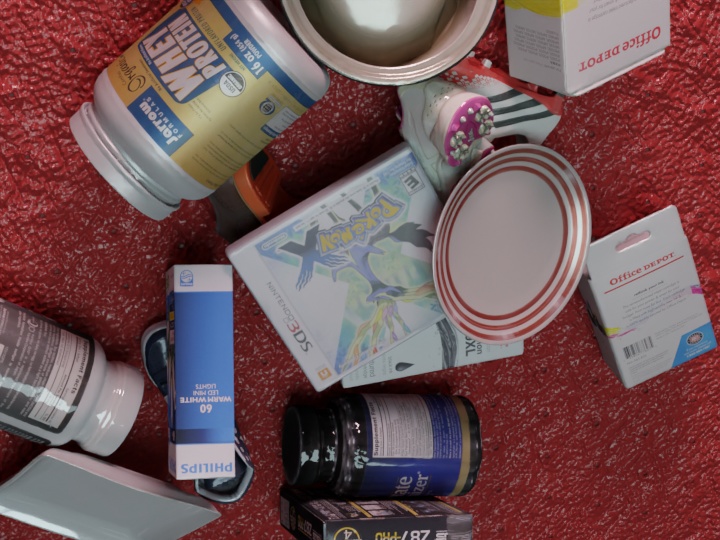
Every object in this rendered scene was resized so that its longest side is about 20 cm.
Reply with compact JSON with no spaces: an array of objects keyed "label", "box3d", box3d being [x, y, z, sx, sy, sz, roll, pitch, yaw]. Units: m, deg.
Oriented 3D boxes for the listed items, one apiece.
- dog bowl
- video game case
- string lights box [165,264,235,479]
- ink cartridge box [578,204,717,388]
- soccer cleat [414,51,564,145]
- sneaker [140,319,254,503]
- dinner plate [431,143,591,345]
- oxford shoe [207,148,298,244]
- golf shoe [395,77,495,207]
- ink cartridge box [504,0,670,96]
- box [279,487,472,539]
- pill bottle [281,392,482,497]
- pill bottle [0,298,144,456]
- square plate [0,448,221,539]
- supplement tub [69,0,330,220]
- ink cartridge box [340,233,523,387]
[{"label":"dog bowl","box3d":[0.019,-0.262,1.154,0.200,0.074,0.200,-1,96,-10]},{"label":"video game case","box3d":[0.000,0.000,1.258,0.200,0.022,0.182,-31,118,1]},{"label":"string lights box","box3d":[-0.155,0.097,1.263,0.059,0.103,0.200,0,85,-13]},{"label":"ink cartridge box","box3d":[0.302,0.017,1.418,0.115,0.068,0.200,-25,122,-1]},{"label":"soccer cleat","box3d":[0.107,-0.168,1.265,0.200,0.069,0.085,16,108,-28]},{"label":"sneaker","box3d":[-0.164,0.150,1.339,0.070,0.109,0.200,-22,121,-3]},{"label":"dinner plate","box3d":[0.145,-0.026,1.276,0.200,0.024,0.200,-10,108,-34]},{"label":"oxford shoe","box3d":[-0.098,-0.042,1.289,0.072,0.071,0.200,-6,130,24]},{"label":"golf shoe","box3d":[0.079,-0.121,1.252,0.075,0.092,0.200,-44,158,-19]},{"label":"ink cartridge box","box3d":[0.206,-0.280,1.193,0.145,0.083,0.200,-27,125,-29]},{"label":"box","box3d":[0.012,0.268,1.403,0.161,0.200,0.049,-1,90,-17]},{"label":"pill bottle","box3d":[0.021,0.188,1.409,0.200,0.112,0.112,2,117,-17]},{"label":"pill bottle","box3d":[-0.320,0.102,1.266,0.200,0.116,0.116,27,108,-27]},{"label":"square plate","box3d":[-0.273,0.239,1.355,0.200,0.028,0.198,24,144,-26]},{"label":"supplement tub","box3d":[-0.142,-0.154,1.156,0.200,0.145,0.145,-40,121,8]},{"label":"ink cartridge box","box3d":[0.064,0.024,1.347,0.200,0.083,0.145,-10,119,-9]}]
